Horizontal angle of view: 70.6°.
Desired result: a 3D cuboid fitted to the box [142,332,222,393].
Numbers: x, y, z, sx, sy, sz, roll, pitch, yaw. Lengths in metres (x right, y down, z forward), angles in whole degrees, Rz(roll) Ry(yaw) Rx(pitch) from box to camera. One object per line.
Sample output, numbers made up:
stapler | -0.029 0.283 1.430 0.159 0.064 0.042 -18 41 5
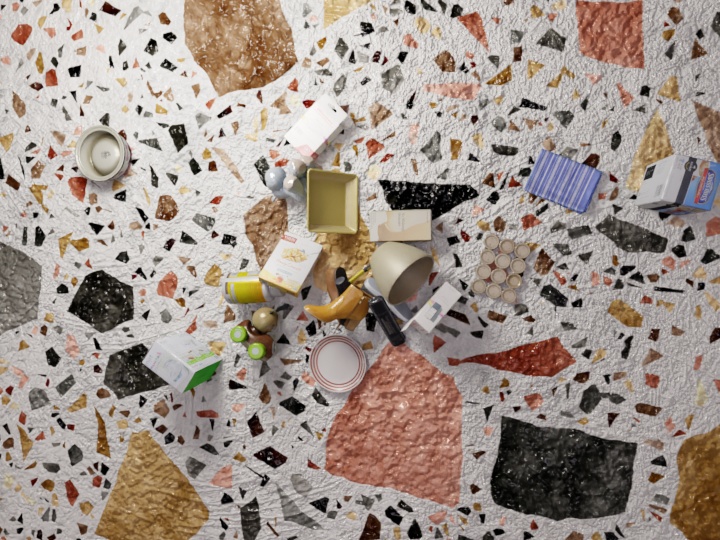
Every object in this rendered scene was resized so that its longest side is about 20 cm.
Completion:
box | -0.604 0.307 1.742 0.176 0.200 0.097 34 98 6

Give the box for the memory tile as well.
memory tile | 0.449 -0.006 1.631 0.153 0.017 0.200 16 94 9

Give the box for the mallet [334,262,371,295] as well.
mallet | 0.000 0.000 1.670 0.200 0.041 0.066 -45 124 -8

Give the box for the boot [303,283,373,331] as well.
boot | -0.066 0.102 1.630 0.201 0.071 0.144 23 105 -22

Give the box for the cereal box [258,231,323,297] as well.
cereal box | -0.229 -0.024 1.691 0.144 0.040 0.200 21 62 8

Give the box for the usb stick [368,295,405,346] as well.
usb stick | 0.087 0.165 1.652 0.055 0.033 0.200 -27 116 6

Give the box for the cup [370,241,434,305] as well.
cup | 0.114 -0.009 1.619 0.143 0.200 0.200 43 99 28

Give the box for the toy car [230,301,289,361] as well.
toy car | -0.313 0.188 1.715 0.158 0.164 0.200 42 86 6

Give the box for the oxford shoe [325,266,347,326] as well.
oxford shoe | -0.076 0.088 1.716 0.071 0.071 0.200 -4 95 41

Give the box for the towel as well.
towel | 0.630 -0.277 1.583 0.200 0.024 0.145 24 95 9

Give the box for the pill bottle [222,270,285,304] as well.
pill bottle | -0.359 0.056 1.733 0.200 0.109 0.109 -4 91 11

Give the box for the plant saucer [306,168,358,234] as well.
plant saucer | -0.100 -0.220 1.661 0.048 0.200 0.200 2 93 51

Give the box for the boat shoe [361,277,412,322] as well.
boat shoe | 0.082 0.109 1.680 0.200 0.070 0.066 39 126 -4

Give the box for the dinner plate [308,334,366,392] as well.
dinner plate | -0.077 0.315 1.735 0.200 0.024 0.201 0 92 11

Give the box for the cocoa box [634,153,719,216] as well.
cocoa box | 0.900 -0.238 1.446 0.131 0.200 0.134 16 95 9

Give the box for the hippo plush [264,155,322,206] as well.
hippo plush | -0.223 -0.297 1.695 0.161 0.200 0.159 13 65 33

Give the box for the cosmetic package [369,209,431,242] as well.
cosmetic package | 0.132 -0.144 1.655 0.200 0.071 0.105 -2 91 11

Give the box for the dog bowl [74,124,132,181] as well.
dog bowl | -0.919 -0.416 1.836 0.200 0.074 0.201 0 91 10

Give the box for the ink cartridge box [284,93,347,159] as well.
ink cartridge box | -0.141 -0.474 1.695 0.200 0.067 0.117 -44 85 11

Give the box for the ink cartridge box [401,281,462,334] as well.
ink cartridge box | 0.220 0.135 1.601 0.067 0.117 0.200 42 81 4
